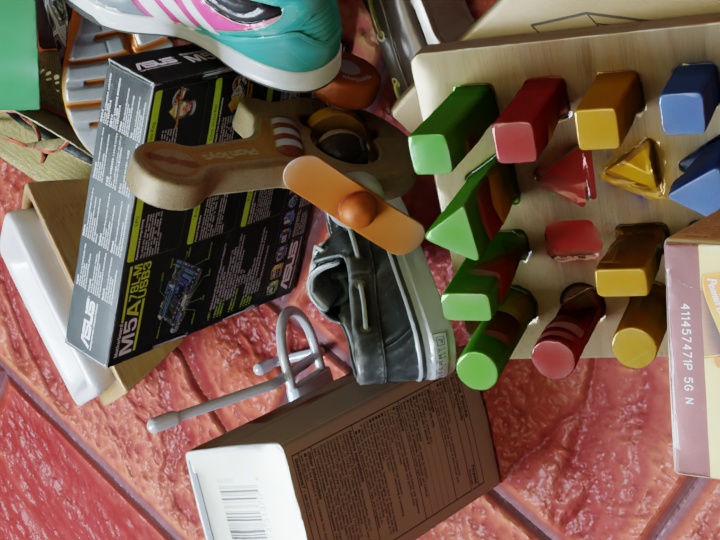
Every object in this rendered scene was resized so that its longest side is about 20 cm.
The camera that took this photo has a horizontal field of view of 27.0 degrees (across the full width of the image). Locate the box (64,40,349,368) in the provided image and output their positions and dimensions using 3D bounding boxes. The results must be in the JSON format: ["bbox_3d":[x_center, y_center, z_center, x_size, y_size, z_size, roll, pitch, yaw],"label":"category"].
[{"bbox_3d":[-0.099,-0.053,0.983,0.047,0.193,0.200,31,121,29],"label":"box"}]

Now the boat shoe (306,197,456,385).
[{"bbox_3d":[0.000,0.000,0.943,0.200,0.071,0.072,-117,22,-57],"label":"boat shoe"}]

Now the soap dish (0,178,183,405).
[{"bbox_3d":[-0.200,0.017,1.106,0.158,0.081,0.200,64,164,1],"label":"soap dish"}]

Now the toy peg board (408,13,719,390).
[{"bbox_3d":[0.127,-0.024,0.828,0.199,0.098,0.200,-2,116,25],"label":"toy peg board"}]

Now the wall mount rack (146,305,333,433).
[{"bbox_3d":[-0.060,0.133,1.023,0.074,0.174,0.201,-14,95,22],"label":"wall mount rack"}]

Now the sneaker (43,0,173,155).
[{"bbox_3d":[-0.175,-0.172,1.002,0.077,0.078,0.201,30,129,58],"label":"sneaker"}]

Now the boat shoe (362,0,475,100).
[{"bbox_3d":[0.029,-0.173,0.929,0.059,0.072,0.200,-18,98,37],"label":"boat shoe"}]

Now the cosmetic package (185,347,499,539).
[{"bbox_3d":[-0.006,0.128,0.964,0.087,0.200,0.104,-9,97,40],"label":"cosmetic package"}]

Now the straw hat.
[{"bbox_3d":[-0.215,-0.118,1.115,0.201,0.201,0.085,18,73,33],"label":"straw hat"}]

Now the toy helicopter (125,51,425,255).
[{"bbox_3d":[-0.045,-0.058,0.885,0.132,0.200,0.079,47,131,32],"label":"toy helicopter"}]

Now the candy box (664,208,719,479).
[{"bbox_3d":[0.218,0.019,0.754,0.055,0.200,0.116,4,106,34],"label":"candy box"}]

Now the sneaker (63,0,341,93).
[{"bbox_3d":[-0.100,-0.188,0.873,0.200,0.084,0.121,22,142,11],"label":"sneaker"}]

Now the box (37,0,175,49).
[{"bbox_3d":[-0.142,-0.211,1.048,0.200,0.075,0.100,1,104,36],"label":"box"}]

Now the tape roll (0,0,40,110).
[{"bbox_3d":[-0.235,-0.205,0.969,0.200,0.048,0.201,176,90,-78],"label":"tape roll"}]

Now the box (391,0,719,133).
[{"bbox_3d":[0.136,-0.099,0.859,0.163,0.021,0.200,44,125,-5],"label":"box"}]
